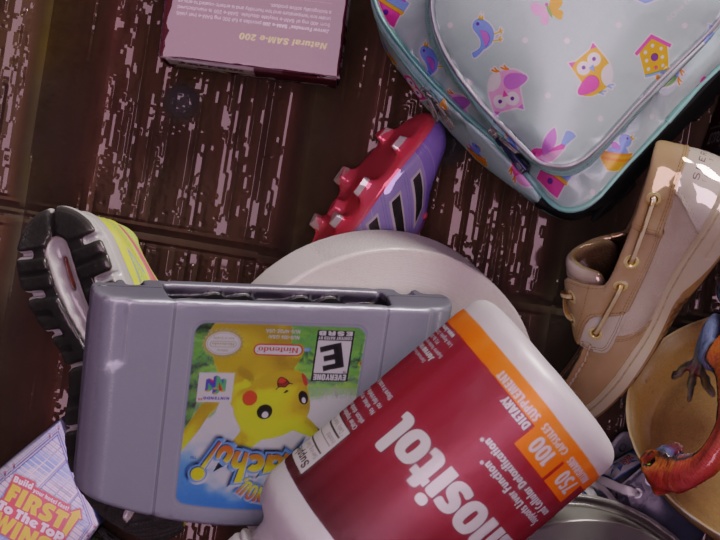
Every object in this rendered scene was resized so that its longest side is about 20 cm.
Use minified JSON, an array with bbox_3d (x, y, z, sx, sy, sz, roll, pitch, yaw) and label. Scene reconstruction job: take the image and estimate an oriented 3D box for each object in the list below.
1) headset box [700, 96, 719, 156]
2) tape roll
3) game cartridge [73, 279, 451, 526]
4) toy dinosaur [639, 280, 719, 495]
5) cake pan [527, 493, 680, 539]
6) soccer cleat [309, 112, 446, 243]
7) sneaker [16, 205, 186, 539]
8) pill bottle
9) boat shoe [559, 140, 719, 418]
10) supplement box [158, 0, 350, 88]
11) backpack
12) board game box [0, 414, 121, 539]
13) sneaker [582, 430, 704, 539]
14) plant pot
[{"bbox_3d":[0.299,-0.112,0.923,0.148,0.077,0.201,19,93,-1],"label":"headset box"},{"bbox_3d":[0.004,0.075,0.908,0.202,0.037,0.204,-6,112,-16],"label":"tape roll"},{"bbox_3d":[-0.053,0.074,0.850,0.199,0.040,0.134,2,112,-18],"label":"game cartridge"},{"bbox_3d":[0.200,0.030,0.839,0.105,0.181,0.201,0,120,37],"label":"toy dinosaur"},{"bbox_3d":[0.117,0.222,0.847,0.199,0.037,0.201,1,82,-9],"label":"cake pan"},{"bbox_3d":[0.000,0.000,0.934,0.076,0.067,0.200,33,92,-17],"label":"soccer cleat"},{"bbox_3d":[-0.131,0.057,0.915,0.078,0.090,0.201,-15,90,18],"label":"sneaker"},{"bbox_3d":[0.024,0.118,0.809,0.200,0.113,0.113,-41,92,0],"label":"pill bottle"},{"bbox_3d":[0.150,0.005,0.896,0.069,0.074,0.200,28,126,1],"label":"boat shoe"},{"bbox_3d":[-0.053,-0.215,0.923,0.108,0.061,0.201,7,91,0],"label":"supplement box"},{"bbox_3d":[0.103,-0.147,0.880,0.200,0.153,0.176,45,95,12],"label":"backpack"},{"bbox_3d":[-0.192,0.195,0.935,0.200,0.062,0.200,37,92,-2],"label":"board game box"},{"bbox_3d":[0.120,0.140,0.918,0.199,0.070,0.109,18,93,-22],"label":"sneaker"},{"bbox_3d":[0.250,0.099,0.894,0.199,0.201,0.028,0,130,-1],"label":"plant pot"}]
